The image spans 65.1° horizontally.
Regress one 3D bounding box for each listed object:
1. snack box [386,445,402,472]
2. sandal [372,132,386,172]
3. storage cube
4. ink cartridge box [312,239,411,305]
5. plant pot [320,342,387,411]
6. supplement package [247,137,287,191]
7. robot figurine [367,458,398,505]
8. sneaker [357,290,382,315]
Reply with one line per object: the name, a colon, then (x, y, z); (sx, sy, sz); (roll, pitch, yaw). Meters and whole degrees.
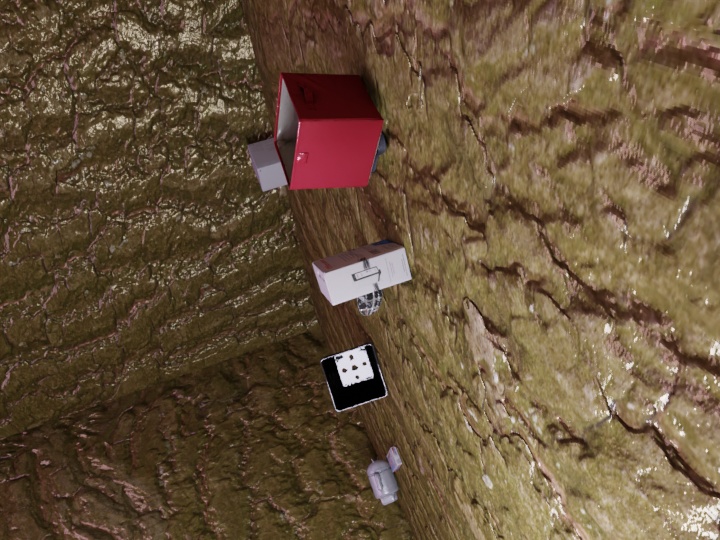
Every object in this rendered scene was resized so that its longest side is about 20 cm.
snack box: (0.137, 0.776, 2.313); (0.200, 0.024, 0.072); (95, 154, -62)
sandal: (0.011, -0.270, 1.269); (0.200, 0.042, 0.077); (135, 116, -77)
storage cube: (-0.073, -0.293, 1.186); (0.201, 0.178, 0.172); (107, 150, -45)
ink cartridge box: (0.000, 0.000, 1.338); (0.146, 0.198, 0.085); (-144, 37, -71)
plant pot: (-0.023, 0.376, 2.093); (0.177, 0.198, 0.201); (-85, -22, -86)
supplement package: (-0.459, -0.532, 2.828); (0.151, 0.150, 0.201); (86, 162, -51)
robot figurine: (0.098, 0.934, 2.515); (0.170, 0.112, 0.201); (47, -160, -71)
sneaker: (0.018, 0.030, 1.654); (0.085, 0.076, 0.202); (-129, 33, -73)
